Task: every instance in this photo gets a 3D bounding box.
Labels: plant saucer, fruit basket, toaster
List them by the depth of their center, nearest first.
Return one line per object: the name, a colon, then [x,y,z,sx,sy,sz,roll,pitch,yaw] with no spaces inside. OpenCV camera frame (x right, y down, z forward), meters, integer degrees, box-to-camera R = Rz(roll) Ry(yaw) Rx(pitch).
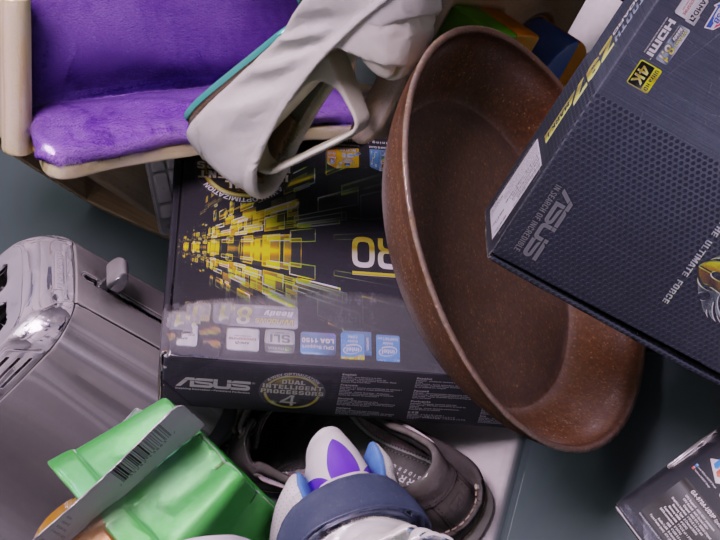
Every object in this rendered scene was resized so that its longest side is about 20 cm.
plant saucer: [0.066,-0.012,0.784,0.037,0.200,0.201,-19,46,35]
fruit basket: [-0.129,0.157,0.805,0.200,0.185,0.094,-40,60,-3]
toaster: [-0.171,0.076,0.911,0.200,0.129,0.114,-40,30,18]

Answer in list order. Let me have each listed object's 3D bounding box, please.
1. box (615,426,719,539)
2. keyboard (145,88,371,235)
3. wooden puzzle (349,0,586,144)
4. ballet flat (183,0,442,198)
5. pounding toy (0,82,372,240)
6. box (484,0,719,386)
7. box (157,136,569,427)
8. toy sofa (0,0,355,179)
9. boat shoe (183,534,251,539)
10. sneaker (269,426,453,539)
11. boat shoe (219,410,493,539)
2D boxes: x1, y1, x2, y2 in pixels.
box: [0.222,0.124,0.705,0.159,0.046,0.200,-37,44,1]
keyboard: [-0.020,-0.068,0.956,0.200,0.056,0.011,-13,13,-12]
wooden puzzle: [0.090,-0.140,0.861,0.046,0.200,0.185,35,111,18]
ballet flat: [-0.007,-0.100,0.782,0.200,0.069,0.069,-42,35,40]
pounding toy: [-0.113,-0.102,1.024,0.200,0.184,0.142,22,81,42]
box: [0.167,-0.055,0.691,0.200,0.158,0.051,-57,12,24]
box: [0.000,0.000,0.879,0.200,0.049,0.161,5,51,-5]
toy sofa: [-0.092,-0.112,0.876,0.200,0.083,0.098,-10,29,-30]
boat shoe: [-0.062,0.180,0.748,0.069,0.200,0.057,-12,55,-10]
sneaker: [0.001,0.123,0.736,0.081,0.200,0.147,-14,61,-15]
boat shoe: [-0.020,0.087,0.881,0.200,0.057,0.067,17,66,40]
